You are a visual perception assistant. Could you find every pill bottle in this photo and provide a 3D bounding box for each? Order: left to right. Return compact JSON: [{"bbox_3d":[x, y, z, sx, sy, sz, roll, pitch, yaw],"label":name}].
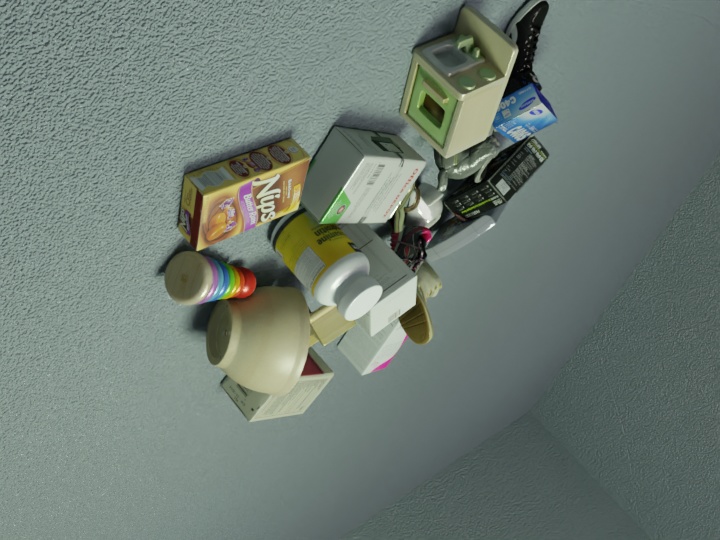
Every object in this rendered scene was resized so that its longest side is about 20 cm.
[{"bbox_3d":[-0.056,-0.012,1.511,0.112,0.200,0.112,-35,155,-19],"label":"pill bottle"}]

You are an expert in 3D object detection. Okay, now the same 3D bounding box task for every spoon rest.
[{"bbox_3d":[0.133,-0.135,1.822,0.099,0.061,0.200,-38,169,-9],"label":"spoon rest"}]

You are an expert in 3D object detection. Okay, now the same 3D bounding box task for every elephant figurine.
[{"bbox_3d":[0.214,-0.239,1.690,0.154,0.142,0.200,-19,178,15],"label":"elephant figurine"}]

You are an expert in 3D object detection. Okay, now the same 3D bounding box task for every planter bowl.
[{"bbox_3d":[-0.195,0.119,1.573,0.134,0.201,0.201,10,127,-30],"label":"planter bowl"}]

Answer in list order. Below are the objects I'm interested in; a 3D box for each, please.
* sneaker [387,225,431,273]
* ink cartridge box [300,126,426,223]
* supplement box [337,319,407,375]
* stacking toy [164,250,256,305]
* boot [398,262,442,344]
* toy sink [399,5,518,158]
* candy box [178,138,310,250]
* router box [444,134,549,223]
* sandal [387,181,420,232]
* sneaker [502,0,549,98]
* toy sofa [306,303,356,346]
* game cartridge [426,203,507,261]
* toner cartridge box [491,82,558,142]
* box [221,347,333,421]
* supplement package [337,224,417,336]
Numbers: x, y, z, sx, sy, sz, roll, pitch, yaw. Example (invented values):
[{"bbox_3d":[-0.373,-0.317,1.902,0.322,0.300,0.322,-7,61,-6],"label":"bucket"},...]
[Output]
[{"bbox_3d":[0.095,-0.016,1.774,0.074,0.201,0.081,-6,140,21],"label":"sneaker"},{"bbox_3d":[0.002,-0.160,1.520,0.200,0.084,0.146,-4,135,-55],"label":"ink cartridge box"},{"bbox_3d":[0.050,0.137,2.063,0.101,0.103,0.200,-9,138,-53],"label":"supplement box"},{"bbox_3d":[-0.237,0.020,1.458,0.085,0.085,0.200,-48,160,11],"label":"stacking toy"},{"bbox_3d":[0.137,0.064,1.974,0.072,0.201,0.154,-30,166,29],"label":"boot"},{"bbox_3d":[0.156,-0.311,1.460,0.112,0.130,0.200,-28,153,-30],"label":"toy sink"},{"bbox_3d":[-0.177,-0.119,1.346,0.200,0.056,0.117,-28,151,-35],"label":"candy box"},{"bbox_3d":[0.277,-0.186,1.803,0.150,0.062,0.200,-47,-171,-21],"label":"router box"},{"bbox_3d":[0.083,-0.142,1.680,0.057,0.080,0.201,-13,159,-9],"label":"sandal"},{"bbox_3d":[0.304,-0.383,1.593,0.073,0.112,0.200,-7,137,-55],"label":"sneaker"},{"bbox_3d":[-0.098,0.098,1.690,0.083,0.098,0.200,-31,-179,-27],"label":"toy sofa"},{"bbox_3d":[0.225,-0.094,1.901,0.200,0.042,0.133,-32,-169,41],"label":"game cartridge"},{"bbox_3d":[0.296,-0.284,1.603,0.095,0.043,0.200,-28,171,19],"label":"toner cartridge box"},{"bbox_3d":[-0.173,0.231,1.859,0.128,0.109,0.200,-51,155,17],"label":"box"},{"bbox_3d":[0.000,0.000,1.637,0.114,0.200,0.110,-34,154,-18],"label":"supplement package"}]
